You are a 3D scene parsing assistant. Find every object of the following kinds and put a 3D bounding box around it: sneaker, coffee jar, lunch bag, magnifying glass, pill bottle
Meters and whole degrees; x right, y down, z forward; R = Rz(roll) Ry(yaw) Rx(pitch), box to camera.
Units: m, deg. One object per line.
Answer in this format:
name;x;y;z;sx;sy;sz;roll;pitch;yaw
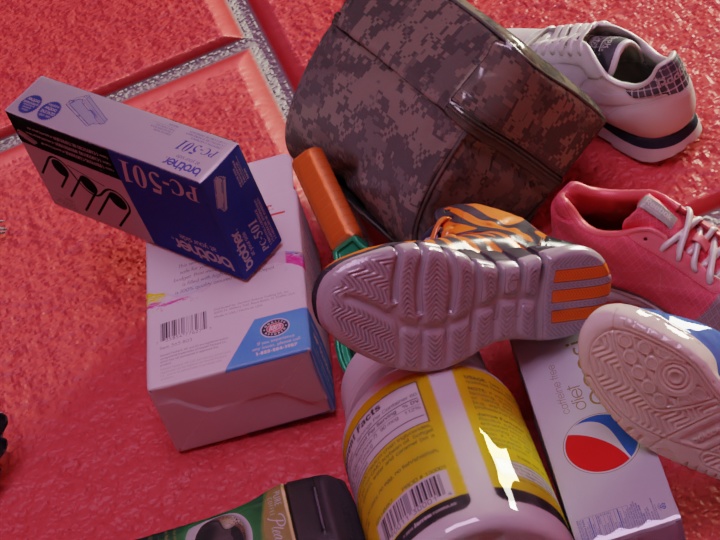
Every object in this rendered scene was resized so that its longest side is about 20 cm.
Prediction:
sneaker;0.163;-0.151;1.441;0.199;0.081;0.076;23;59;38
coffee jar;-0.087;0.197;1.174;0.199;0.086;0.105;-19;36;1
lunch bag;0.047;-0.104;1.392;0.168;0.139;0.200;-52;47;6
magnifying glass;0.000;0.000;1.338;0.079;0.022;0.201;-36;61;18
pill bottle;0.052;0.126;1.169;0.114;0.115;0.200;-19;36;1
sneaker;0.205;-0.007;1.273;0.199;0.087;0.074;15;54;31
sneaker;0.225;0.066;1.154;0.199;0.077;0.111;29;35;5
sneaker;0.045;0.006;1.208;0.199;0.078;0.112;0;17;-29

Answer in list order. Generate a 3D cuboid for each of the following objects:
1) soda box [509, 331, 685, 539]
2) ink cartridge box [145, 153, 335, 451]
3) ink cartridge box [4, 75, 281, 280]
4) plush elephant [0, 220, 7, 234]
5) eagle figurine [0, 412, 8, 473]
soda box;0.142;0.104;1.197;0.063;0.068;0.201;-16;43;3
ink cartridge box;-0.086;0.018;1.366;0.114;0.068;0.201;-14;43;7
ink cartridge box;-0.151;-0.066;1.358;0.199;0.094;0.044;20;57;38
plush elephant;-0.388;-0.065;1.495;0.199;0.155;0.165;-6;44;15
eagle figurine;-0.356;0.132;1.332;0.199;0.151;0.152;-16;78;-41
